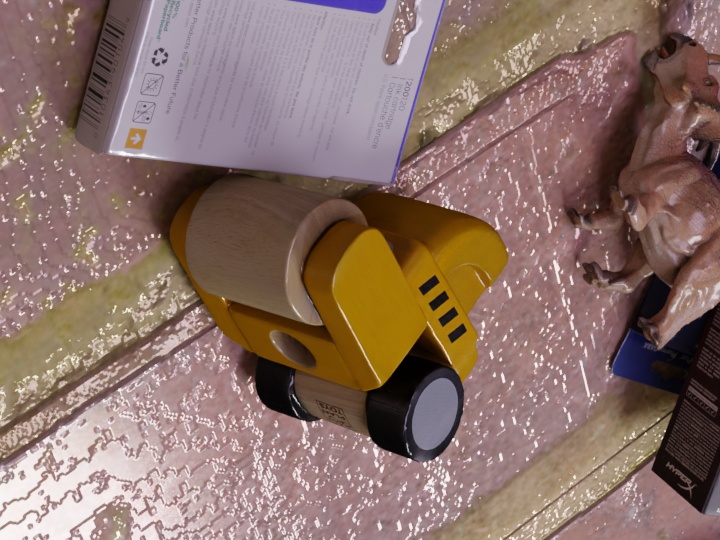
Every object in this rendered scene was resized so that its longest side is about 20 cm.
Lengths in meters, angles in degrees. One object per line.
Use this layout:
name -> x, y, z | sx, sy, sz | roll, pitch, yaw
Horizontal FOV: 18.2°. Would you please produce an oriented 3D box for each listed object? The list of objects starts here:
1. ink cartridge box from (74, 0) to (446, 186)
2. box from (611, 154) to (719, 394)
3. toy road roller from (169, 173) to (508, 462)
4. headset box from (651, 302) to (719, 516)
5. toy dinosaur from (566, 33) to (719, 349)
ink cartridge box -> -0.041, -0.149, 1.220 | 0.200, 0.043, 0.199 | 5, 108, -39
box -> 0.257, -0.003, 1.552 | 0.121, 0.032, 0.200 | 17, 101, -43
toy road roller -> 0.000, 0.000, 1.284 | 0.146, 0.123, 0.200 | -55, 138, -23
headset box -> 0.307, 0.072, 1.536 | 0.148, 0.075, 0.201 | 11, 106, -27
toy dinosaur -> 0.213, -0.037, 1.447 | 0.135, 0.086, 0.200 | -28, 119, -17
